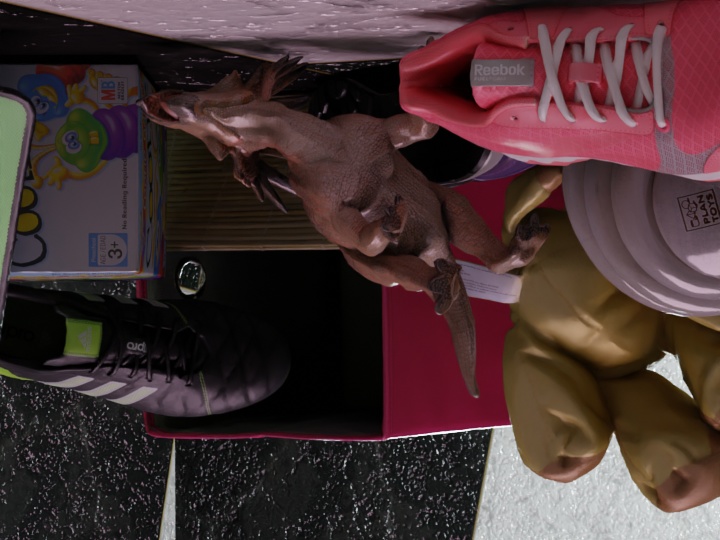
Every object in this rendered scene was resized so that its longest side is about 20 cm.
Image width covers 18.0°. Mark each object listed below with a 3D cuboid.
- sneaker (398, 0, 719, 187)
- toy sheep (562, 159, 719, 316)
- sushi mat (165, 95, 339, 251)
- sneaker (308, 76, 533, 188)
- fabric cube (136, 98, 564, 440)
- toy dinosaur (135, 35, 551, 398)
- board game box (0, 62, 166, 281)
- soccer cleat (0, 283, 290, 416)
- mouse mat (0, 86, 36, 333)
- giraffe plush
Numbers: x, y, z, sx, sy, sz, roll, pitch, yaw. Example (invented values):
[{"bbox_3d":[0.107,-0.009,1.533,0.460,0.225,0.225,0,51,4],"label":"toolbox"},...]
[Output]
[{"bbox_3d":[0.090,-0.070,0.895,0.086,0.074,0.200,2,178,-36],"label":"sneaker"},{"bbox_3d":[0.157,-0.042,1.018,0.137,0.139,0.200,0,-177,-6],"label":"toy sheep"},{"bbox_3d":[-0.043,-0.054,1.267,0.199,0.096,0.012,-1,153,34],"label":"sushi mat"},{"bbox_3d":[0.047,-0.067,1.161,0.087,0.076,0.200,-7,-178,-30],"label":"sneaker"},{"bbox_3d":[0.000,0.000,1.395,0.199,0.198,0.199,-2,180,39],"label":"fabric cube"},{"bbox_3d":[0.000,-0.034,1.068,0.135,0.200,0.086,3,-133,50],"label":"toy dinosaur"},{"bbox_3d":[-0.157,-0.047,1.185,0.102,0.106,0.200,0,180,-1],"label":"board game box"},{"bbox_3d":[-0.138,0.044,1.274,0.199,0.068,0.081,8,177,-3],"label":"soccer cleat"},{"bbox_3d":[-0.238,-0.027,1.048,0.160,0.008,0.200,11,139,-8],"label":"mouse mat"},{"bbox_3d":[0.141,0.013,1.220,0.199,0.173,0.162,30,-158,9],"label":"giraffe plush"}]
